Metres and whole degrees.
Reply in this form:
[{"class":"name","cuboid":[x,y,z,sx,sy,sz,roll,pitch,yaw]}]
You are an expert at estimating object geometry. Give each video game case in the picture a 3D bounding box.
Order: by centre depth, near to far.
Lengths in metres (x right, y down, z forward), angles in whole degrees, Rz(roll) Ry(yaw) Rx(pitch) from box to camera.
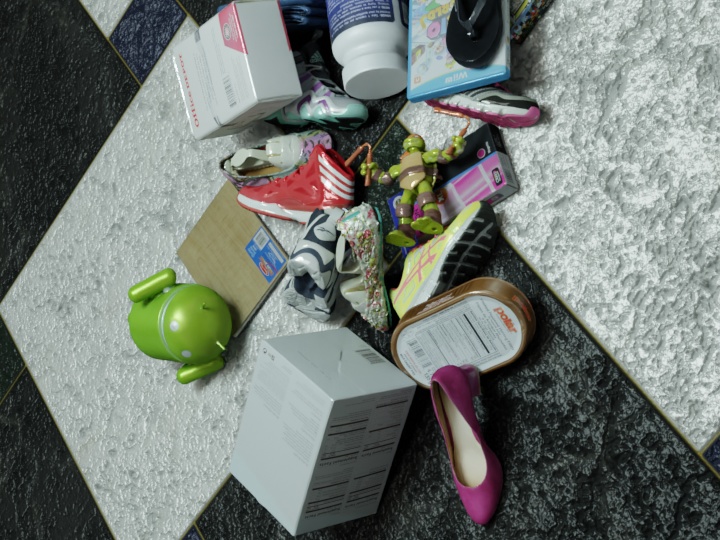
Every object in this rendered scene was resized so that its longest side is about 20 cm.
[{"class":"video game case","cuboid":[0.127,-0.324,1.673,0.142,0.018,0.203,-10,66,29]}]

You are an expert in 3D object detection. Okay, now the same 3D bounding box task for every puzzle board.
[{"class":"puzzle board","cuboid":[-0.193,-0.020,1.957,0.151,0.017,0.200,-52,53,18]}]

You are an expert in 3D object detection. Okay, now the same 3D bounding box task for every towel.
[{"class":"towel","cuboid":[-0.115,-0.376,1.912,0.198,0.111,0.049,1,94,41]}]

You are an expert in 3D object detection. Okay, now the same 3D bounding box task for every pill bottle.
[{"class":"pill bottle","cuboid":[0.012,-0.349,1.793,0.115,0.115,0.203,-21,66,35]}]

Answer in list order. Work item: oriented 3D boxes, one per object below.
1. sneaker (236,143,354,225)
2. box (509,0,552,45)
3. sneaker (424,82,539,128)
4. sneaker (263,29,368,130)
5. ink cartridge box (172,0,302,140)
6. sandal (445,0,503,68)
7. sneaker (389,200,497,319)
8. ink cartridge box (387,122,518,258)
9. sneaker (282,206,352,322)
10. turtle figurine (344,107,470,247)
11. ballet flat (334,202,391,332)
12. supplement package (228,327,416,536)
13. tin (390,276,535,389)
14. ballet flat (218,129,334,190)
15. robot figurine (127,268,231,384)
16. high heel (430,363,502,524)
[{"class":"sneaker","cuboid":[-0.085,-0.127,1.847,0.198,0.078,0.117,14,94,28]},{"class":"box","cuboid":[0.186,-0.412,1.712,0.137,0.037,0.200,-53,52,18]},{"class":"sneaker","cuboid":[0.154,-0.245,1.677,0.199,0.073,0.088,22,91,40]},{"class":"sneaker","cuboid":[-0.061,-0.280,1.864,0.198,0.077,0.142,8,85,41]},{"class":"ink cartridge box","cuboid":[-0.181,-0.288,1.861,0.199,0.082,0.149,-19,86,55]},{"class":"sandal","cuboid":[0.146,-0.352,1.634,0.075,0.043,0.203,0,71,33]},{"class":"sneaker","cuboid":[0.098,-0.015,1.668,0.201,0.078,0.090,-56,49,16]},{"class":"ink cartridge box","cuboid":[0.113,-0.104,1.706,0.199,0.037,0.096,-33,60,33]},{"class":"sneaker","cuboid":[-0.047,-0.018,1.763,0.079,0.200,0.130,24,67,14]},{"class":"turtle figurine","cuboid":[0.064,-0.114,1.681,0.198,0.064,0.163,-15,59,30]},{"class":"ballet flat","cuboid":[0.000,0.000,1.688,0.076,0.063,0.202,-120,18,-53]},{"class":"supplement package","cuboid":[-0.051,0.204,1.662,0.151,0.149,0.202,36,119,39]},{"class":"tin","cuboid":[0.126,0.083,1.608,0.199,0.042,0.112,-27,107,33]},{"class":"ballet flat","cuboid":[-0.132,-0.166,1.902,0.198,0.071,0.070,-13,67,37]},{"class":"robot figurine","cuboid":[-0.268,0.078,1.918,0.199,0.115,0.177,2,123,52]},{"class":"high heel","cuboid":[0.122,0.215,1.560,0.067,0.096,0.203,-1,94,32]}]
